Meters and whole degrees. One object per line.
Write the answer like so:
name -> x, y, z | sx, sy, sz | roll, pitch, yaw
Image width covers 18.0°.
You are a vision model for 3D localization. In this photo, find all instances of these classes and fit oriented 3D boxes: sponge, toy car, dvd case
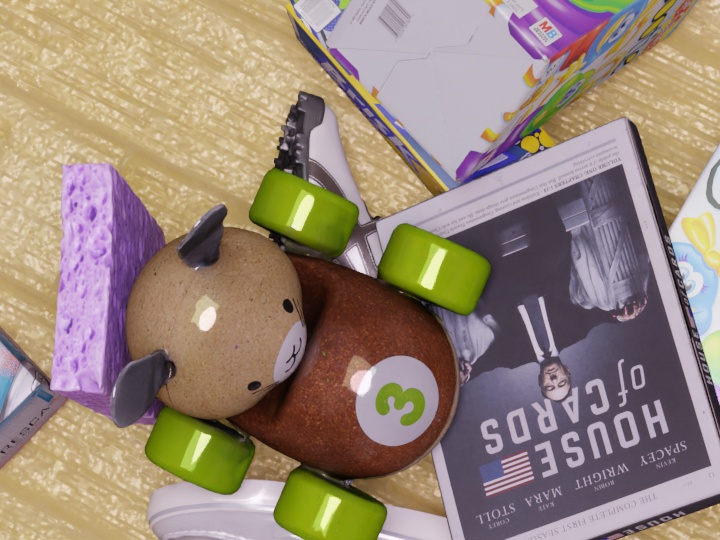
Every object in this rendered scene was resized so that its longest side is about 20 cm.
sponge -> -0.128, 0.018, 1.185 | 0.030, 0.200, 0.112 | 0, 81, 4
toy car -> -0.049, 0.033, 1.094 | 0.157, 0.200, 0.165 | 23, 89, 24
dvd case -> 0.096, 0.041, 1.150 | 0.150, 0.025, 0.201 | -22, 67, 21

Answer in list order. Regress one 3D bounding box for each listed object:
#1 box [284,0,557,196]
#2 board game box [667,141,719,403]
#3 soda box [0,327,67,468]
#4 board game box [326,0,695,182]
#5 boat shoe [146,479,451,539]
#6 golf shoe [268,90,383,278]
box -> 0.046, -0.085, 1.250 | 0.064, 0.070, 0.200 | -39, 79, -3
board game box -> 0.204, 0.011, 1.201 | 0.105, 0.103, 0.201 | 30, 85, 10
soda box -> -0.255, 0.020, 1.262 | 0.064, 0.068, 0.200 | -45, 78, -3
board game box -> 0.097, -0.151, 1.183 | 0.103, 0.105, 0.200 | 46, 49, 9
boat shoe -> -0.020, 0.161, 1.215 | 0.199, 0.072, 0.069 | 13, 64, -2
golf shoe -> 0.000, 0.000, 1.248 | 0.094, 0.078, 0.201 | -5, 81, -13
